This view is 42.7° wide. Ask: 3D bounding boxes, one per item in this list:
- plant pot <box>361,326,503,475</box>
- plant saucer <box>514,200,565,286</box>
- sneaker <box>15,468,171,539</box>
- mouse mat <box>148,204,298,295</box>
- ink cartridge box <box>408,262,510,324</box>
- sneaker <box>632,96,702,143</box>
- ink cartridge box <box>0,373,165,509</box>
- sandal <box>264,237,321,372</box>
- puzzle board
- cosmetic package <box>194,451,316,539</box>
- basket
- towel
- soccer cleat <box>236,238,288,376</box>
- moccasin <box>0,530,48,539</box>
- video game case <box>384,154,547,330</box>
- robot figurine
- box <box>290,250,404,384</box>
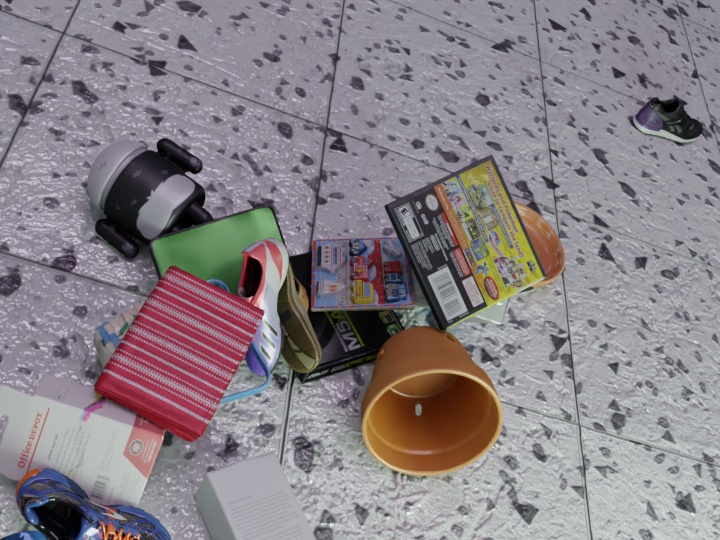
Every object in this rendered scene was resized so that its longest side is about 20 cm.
[{"bbox_3d":[0.096,0.176,1.331,0.199,0.201,0.140,17,31,-15],"label":"plant pot"},{"bbox_3d":[0.285,-0.048,1.711,0.199,0.038,0.201,14,49,-17],"label":"plant saucer"},{"bbox_3d":[-0.306,0.301,1.056,0.199,0.076,0.078,27,1,-13],"label":"sneaker"},{"bbox_3d":[-0.194,0.003,1.349,0.199,0.008,0.162,-19,91,-24],"label":"mouse mat"},{"bbox_3d":[0.147,-0.007,1.459,0.146,0.200,0.147,20,85,-12],"label":"ink cartridge box"},{"bbox_3d":[0.748,-0.360,2.179,0.198,0.088,0.076,2,52,-27],"label":"sneaker"},{"bbox_3d":[-0.345,0.202,1.105,0.199,0.117,0.068,21,14,-12],"label":"ink cartridge box"},{"bbox_3d":[-0.103,0.050,1.340,0.054,0.080,0.201,-14,78,-55],"label":"sandal"},{"bbox_3d":[0.000,0.000,1.404,0.149,0.018,0.201,-1,31,-2],"label":"puzzle board"},{"bbox_3d":[-0.119,0.340,1.150,0.101,0.071,0.201,-11,59,-34],"label":"cosmetic package"},{"bbox_3d":[-0.239,0.114,1.228,0.199,0.139,0.177,-20,64,-28],"label":"basket"},{"bbox_3d":[-0.221,0.100,1.145,0.144,0.023,0.201,26,55,-1],"label":"towel"},{"bbox_3d":[-0.147,0.056,1.292,0.068,0.202,0.073,16,17,30],"label":"soccer cleat"},{"bbox_3d":[-0.420,0.350,0.980,0.199,0.068,0.081,-24,78,-14],"label":"moccasin"},{"bbox_3d":[0.155,-0.041,1.347,0.180,0.025,0.201,-26,93,-13],"label":"video game case"},{"bbox_3d":[-0.314,-0.107,1.387,0.199,0.125,0.150,36,42,3],"label":"robot figurine"},{"bbox_3d":[-0.050,0.060,1.436,0.192,0.048,0.201,-12,60,-35],"label":"box"}]
